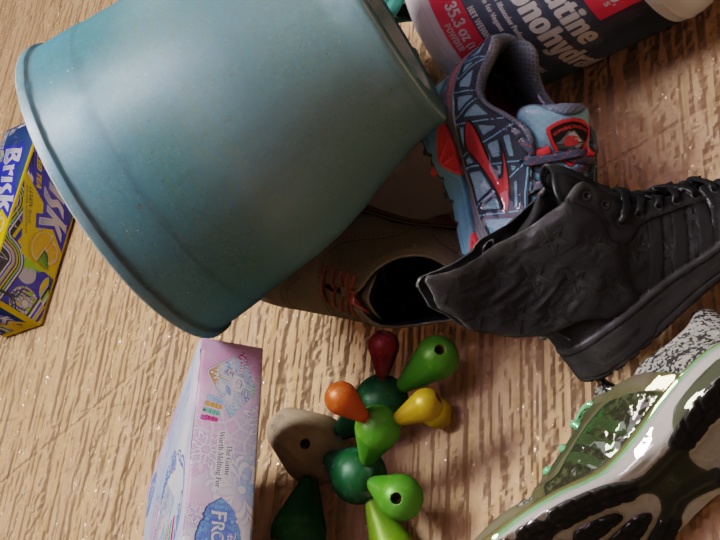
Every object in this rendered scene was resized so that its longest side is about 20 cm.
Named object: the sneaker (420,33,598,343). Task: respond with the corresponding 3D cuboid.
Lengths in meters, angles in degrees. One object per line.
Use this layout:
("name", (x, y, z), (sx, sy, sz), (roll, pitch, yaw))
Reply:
("sneaker", (0.096, -0.052, 0.754), (0.096, 0.079, 0.201), (-54, 51, 44))

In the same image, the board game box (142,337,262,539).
("board game box", (-0.104, 0.178, 0.792), (0.200, 0.043, 0.200), (116, 159, -50))

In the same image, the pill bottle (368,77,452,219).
("pill bottle", (-0.002, -0.118, 0.937), (0.106, 0.106, 0.200), (-44, 38, 13))

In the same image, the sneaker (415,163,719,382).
("sneaker", (0.133, -0.022, 0.686), (0.200, 0.104, 0.060), (-42, 9, -5))

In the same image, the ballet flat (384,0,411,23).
("ballet flat", (0.043, -0.200, 0.943), (0.070, 0.200, 0.068), (33, 113, 14))

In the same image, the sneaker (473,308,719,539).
("sneaker", (0.132, 0.094, 0.674), (0.200, 0.077, 0.089), (-39, 28, 11))

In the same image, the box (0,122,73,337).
("box", (-0.319, -0.045, 1.250), (0.064, 0.070, 0.201), (-16, 52, 36))

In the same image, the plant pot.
("plant pot", (-0.061, -0.094, 0.763), (0.187, 0.200, 0.201), (-32, 42, 12))

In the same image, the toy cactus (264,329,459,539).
("toy cactus", (-0.020, 0.119, 0.801), (0.165, 0.102, 0.201), (19, 86, 62))

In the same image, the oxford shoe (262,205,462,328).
("oxford shoe", (0.000, 0.000, 0.824), (0.199, 0.071, 0.075), (-4, 19, 29))

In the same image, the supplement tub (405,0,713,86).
("supplement tub", (0.136, -0.202, 0.823), (0.199, 0.140, 0.141), (-23, 47, 35))
